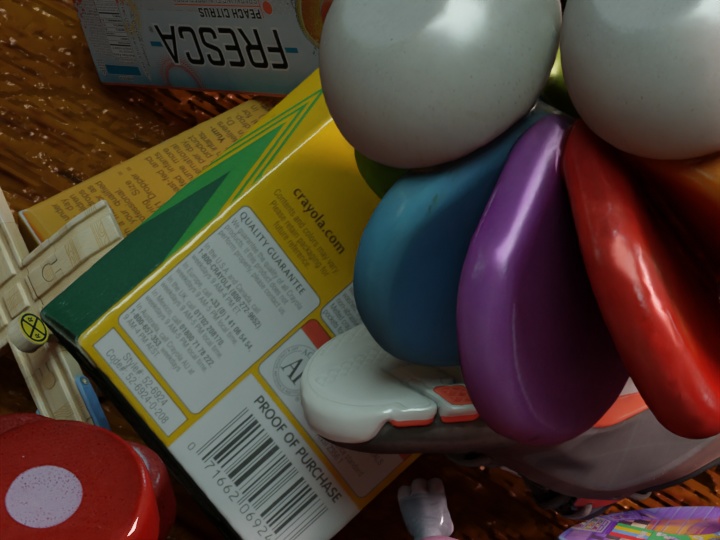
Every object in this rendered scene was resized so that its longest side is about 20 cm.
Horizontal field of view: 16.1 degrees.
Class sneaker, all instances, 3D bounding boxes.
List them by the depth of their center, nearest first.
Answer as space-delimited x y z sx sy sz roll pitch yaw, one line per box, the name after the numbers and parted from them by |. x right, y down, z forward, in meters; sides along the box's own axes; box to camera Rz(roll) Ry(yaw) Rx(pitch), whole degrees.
0.071 0.059 0.910 0.200 0.082 0.077 -3 28 -24 | sneaker

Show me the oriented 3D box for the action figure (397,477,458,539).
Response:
0.011 0.150 0.846 0.200 0.149 0.134 -32 84 7 | action figure

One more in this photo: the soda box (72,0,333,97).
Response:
-0.035 -0.113 1.044 0.068 0.064 0.200 -34 27 -34 | soda box

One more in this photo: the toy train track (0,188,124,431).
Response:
-0.120 0.049 0.959 0.033 0.115 0.200 -4 62 -53 | toy train track

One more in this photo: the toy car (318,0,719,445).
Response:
0.080 -0.015 0.812 0.200 0.175 0.150 0 63 33 | toy car

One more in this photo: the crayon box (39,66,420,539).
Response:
0.000 0.000 0.930 0.200 0.126 0.052 -41 25 -10 | crayon box

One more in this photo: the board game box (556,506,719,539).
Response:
0.171 0.096 0.901 0.158 0.039 0.200 1 12 -24 | board game box

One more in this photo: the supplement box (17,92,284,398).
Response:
-0.040 -0.027 1.040 0.200 0.067 0.069 -29 59 -25 | supplement box

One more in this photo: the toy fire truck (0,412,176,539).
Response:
-0.154 0.121 0.809 0.168 0.112 0.200 15 51 18 | toy fire truck
